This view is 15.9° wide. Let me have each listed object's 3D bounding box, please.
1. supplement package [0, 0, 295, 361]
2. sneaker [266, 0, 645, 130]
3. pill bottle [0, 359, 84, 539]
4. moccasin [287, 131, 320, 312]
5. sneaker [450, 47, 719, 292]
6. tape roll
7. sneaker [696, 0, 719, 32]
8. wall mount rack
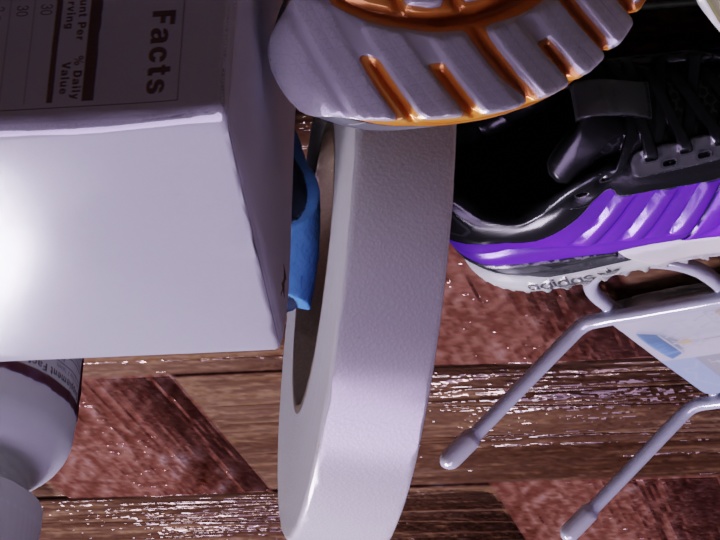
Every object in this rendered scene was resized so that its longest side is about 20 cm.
[{"bbox_3d":[-0.124,-0.050,0.758,0.198,0.118,0.117,-2,145,5],"label":"supplement package"},{"bbox_3d":[0.051,-0.097,0.773,0.199,0.079,0.077,-32,-174,-27],"label":"sneaker"},{"bbox_3d":[-0.162,0.023,1.010,0.109,0.202,0.110,3,156,2],"label":"pill bottle"},{"bbox_3d":[-0.058,-0.029,0.980,0.068,0.081,0.200,3,-177,-9],"label":"moccasin"},{"bbox_3d":[0.111,-0.048,0.940,0.199,0.070,0.099,-19,153,20],"label":"sneaker"},{"bbox_3d":[0.000,0.000,0.939,0.037,0.204,0.203,6,156,-7],"label":"tape roll"},{"bbox_3d":[0.181,-0.060,0.859,0.077,0.089,0.200,-37,120,8],"label":"sneaker"},{"bbox_3d":[0.143,0.065,1.208,0.173,0.075,0.200,-12,150,32],"label":"wall mount rack"}]
